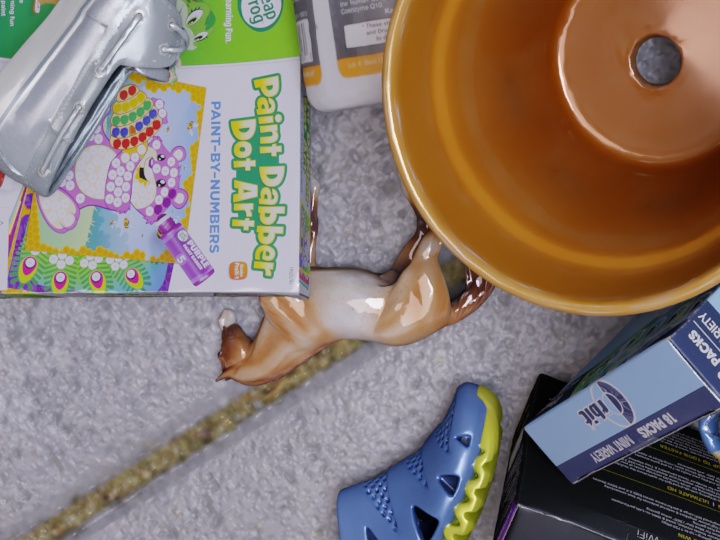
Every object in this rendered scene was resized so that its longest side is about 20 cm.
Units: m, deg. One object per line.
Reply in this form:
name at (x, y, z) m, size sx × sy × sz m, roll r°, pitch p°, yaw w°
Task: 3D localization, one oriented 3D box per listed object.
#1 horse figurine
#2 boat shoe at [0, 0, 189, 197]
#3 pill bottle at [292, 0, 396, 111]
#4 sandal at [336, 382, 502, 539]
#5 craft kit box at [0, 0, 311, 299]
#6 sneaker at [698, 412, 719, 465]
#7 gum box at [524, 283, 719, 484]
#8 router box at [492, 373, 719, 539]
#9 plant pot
horse figurine at (0.000, 0.000, 0.923) m, size 0.197 × 0.050 × 0.134 m, roll -3°, pitch 92°, yaw 11°
boat shoe at (-0.132, -0.128, 0.858) m, size 0.071 × 0.070 × 0.201 m, roll 40°, pitch 95°, yaw -1°
pill bottle at (0.013, -0.193, 0.848) m, size 0.115 × 0.116 × 0.203 m, roll -6°, pitch 96°, yaw 9°
sandal at (0.022, 0.154, 0.935) m, size 0.086 × 0.079 × 0.202 m, roll 27°, pitch 101°, yaw 6°
craft kit box at (-0.126, -0.083, 0.903) m, size 0.195 × 0.049 × 0.203 m, roll -1°, pitch 85°, yaw 5°
sneaker at (0.215, 0.068, 0.827) m, size 0.089 × 0.200 × 0.076 m, roll -16°, pitch 83°, yaw -4°
gum box at (0.190, 0.013, 0.792) m, size 0.200 × 0.170 × 0.045 m, roll -42°, pitch 87°, yaw -25°
router box at (0.178, 0.143, 0.869) m, size 0.198 × 0.149 × 0.052 m, roll 20°, pitch 116°, yaw 3°
plant pot at (0.133, -0.097, 0.758) m, size 0.198 × 0.183 × 0.203 m, roll 5°, pitch 104°, yaw 21°
